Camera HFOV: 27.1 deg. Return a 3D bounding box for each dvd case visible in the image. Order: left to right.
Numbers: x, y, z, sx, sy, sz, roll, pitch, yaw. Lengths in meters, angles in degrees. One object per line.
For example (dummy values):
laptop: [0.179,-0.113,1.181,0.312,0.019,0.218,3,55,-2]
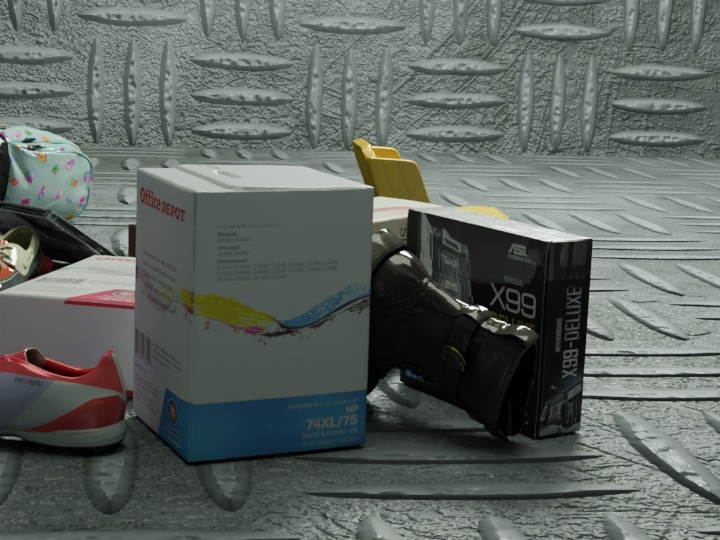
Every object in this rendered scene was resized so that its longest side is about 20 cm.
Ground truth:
dvd case: [-0.387,-0.043,1.806,0.200,0.016,0.149,11,-19,40]

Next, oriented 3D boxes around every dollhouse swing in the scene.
dollhouse swing: [0.103,-0.128,2.199,0.175,0.182,0.200,-19,11,-2]

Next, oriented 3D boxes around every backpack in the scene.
backpack: [-0.491,-0.134,2.177,0.126,0.167,0.200,32,22,31]

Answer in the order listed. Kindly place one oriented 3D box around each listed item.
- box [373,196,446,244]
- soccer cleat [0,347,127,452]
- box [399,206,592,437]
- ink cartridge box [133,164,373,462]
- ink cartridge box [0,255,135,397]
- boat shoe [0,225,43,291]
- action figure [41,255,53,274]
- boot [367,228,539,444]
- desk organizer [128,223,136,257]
box: [0.000,0.000,1.522,0.109,0.128,0.200,10,13,37]
soccer cleat: [-0.271,0.090,1.111,0.199,0.073,0.068,3,10,5]
box: [0.109,0.037,1.249,0.050,0.158,0.200,-4,12,-31]
ink cartridge box: [-0.086,0.025,1.148,0.146,0.201,0.147,-3,11,-24]
ink cartridge box: [-0.217,0.046,1.342,0.144,0.085,0.200,4,11,14]
boat shoe: [-0.397,-0.004,1.659,0.071,0.063,0.200,5,11,4]
action figure: [-0.461,-0.024,1.802,0.199,0.052,0.065,10,17,14]
boot: [0.055,0.077,1.180,0.174,0.200,0.069,39,54,22]
desk organizer: [-0.171,-0.004,1.658,0.200,0.077,0.072,11,13,40]
